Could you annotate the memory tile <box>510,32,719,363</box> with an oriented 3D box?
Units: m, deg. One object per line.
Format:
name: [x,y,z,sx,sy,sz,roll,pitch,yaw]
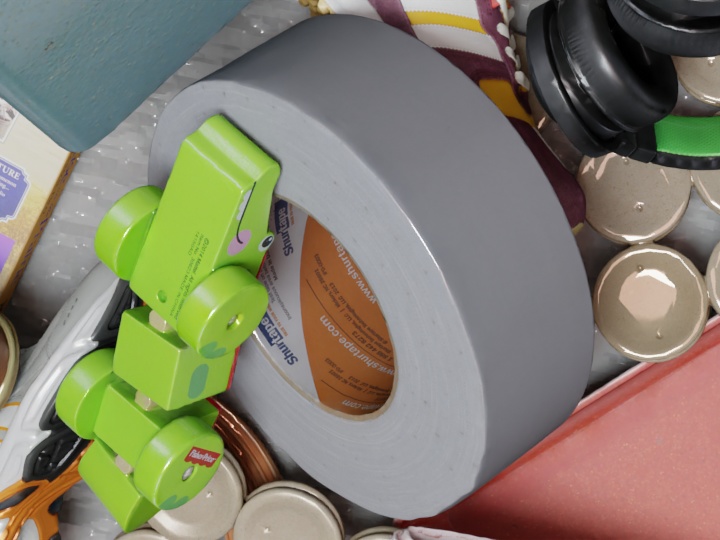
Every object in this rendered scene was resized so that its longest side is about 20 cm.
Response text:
memory tile: [0.141,-0.041,0.854,0.199,0.017,0.154,-10,86,11]

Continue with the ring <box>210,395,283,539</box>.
ring: [-0.126,0.132,0.954,0.199,0.019,0.202,2,104,8]

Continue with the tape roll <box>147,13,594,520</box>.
tape roll: [0.000,0.000,0.816,0.200,0.066,0.201,35,142,33]

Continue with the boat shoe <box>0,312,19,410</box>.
boat shoe: [-0.240,0.033,0.879,0.199,0.067,0.072,7,80,32]

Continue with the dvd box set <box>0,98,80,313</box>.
dvd box set: [-0.191,-0.087,0.899,0.146,0.029,0.201,28,107,1]

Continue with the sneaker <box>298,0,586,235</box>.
sneaker: [0.041,-0.106,0.831,0.090,0.075,0.200,-41,88,0]

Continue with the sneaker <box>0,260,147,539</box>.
sneaker: [-0.159,0.065,0.892,0.092,0.076,0.201,40,106,26]

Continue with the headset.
headset: [0.109,-0.110,0.783,0.199,0.094,0.124,18,139,-24]

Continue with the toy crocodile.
toy crocodile: [-0.073,0.028,0.811,0.067,0.062,0.201,36,124,28]

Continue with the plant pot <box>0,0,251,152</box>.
plant pot: [-0.126,-0.192,0.737,0.196,0.200,0.197,-41,77,5]

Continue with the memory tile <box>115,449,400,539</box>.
memory tile: [-0.028,0.172,0.915,0.199,0.017,0.154,24,111,4]

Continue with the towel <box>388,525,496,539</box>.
towel: [0.075,0.217,0.878,0.190,0.032,0.201,14,112,-11]

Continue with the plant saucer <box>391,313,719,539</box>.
plant saucer: [0.149,0.138,0.908,0.200,0.037,0.200,-33,98,15]
